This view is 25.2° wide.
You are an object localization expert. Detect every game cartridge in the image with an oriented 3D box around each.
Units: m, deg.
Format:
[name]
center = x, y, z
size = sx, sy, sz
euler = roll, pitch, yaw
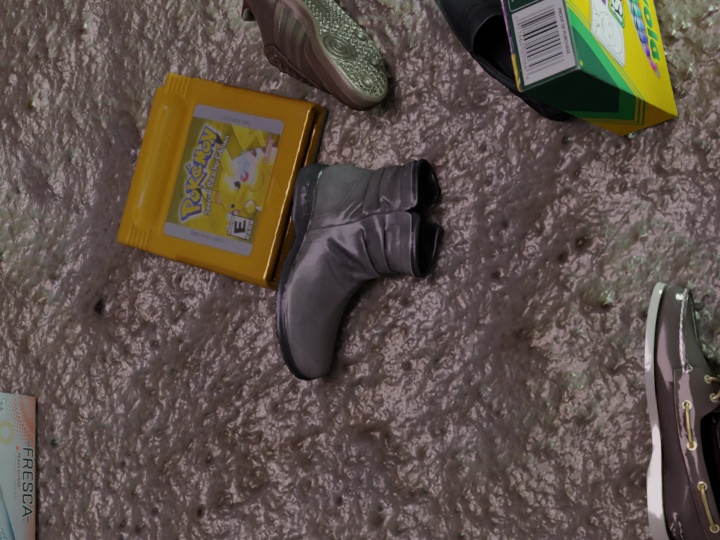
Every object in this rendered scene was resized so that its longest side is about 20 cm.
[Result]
[game cartridge]
center = -0.136, -0.089, 1.536
size = 0.199, 0.032, 0.178
euler = 15, 90, 34

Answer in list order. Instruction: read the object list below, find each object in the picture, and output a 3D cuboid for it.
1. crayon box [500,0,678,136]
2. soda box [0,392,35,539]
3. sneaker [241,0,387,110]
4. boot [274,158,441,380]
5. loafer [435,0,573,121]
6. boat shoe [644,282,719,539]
[crayon box]
center = 0.172, -0.222, 1.266
size = 0.058, 0.172, 0.202
euler = -19, 72, 33
[soda box]
center = -0.370, 0.224, 1.616
size = 0.063, 0.068, 0.202
euler = -11, 75, 32
[sneaker]
center = -0.044, -0.204, 1.484
size = 0.201, 0.070, 0.076
euler = 57, 132, 30
[boot]
center = 0.000, 0.000, 1.411
size = 0.131, 0.070, 0.202
euler = 3, 88, 29
[loafer]
center = 0.118, -0.206, 1.361
size = 0.068, 0.070, 0.201
euler = -48, 60, 17
[boat shoe]
center = 0.250, 0.109, 1.222
size = 0.059, 0.072, 0.202
euler = -3, 84, 27
